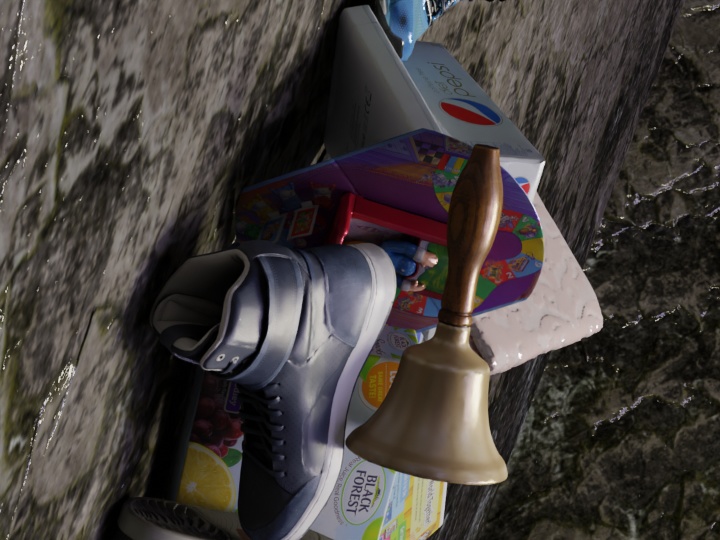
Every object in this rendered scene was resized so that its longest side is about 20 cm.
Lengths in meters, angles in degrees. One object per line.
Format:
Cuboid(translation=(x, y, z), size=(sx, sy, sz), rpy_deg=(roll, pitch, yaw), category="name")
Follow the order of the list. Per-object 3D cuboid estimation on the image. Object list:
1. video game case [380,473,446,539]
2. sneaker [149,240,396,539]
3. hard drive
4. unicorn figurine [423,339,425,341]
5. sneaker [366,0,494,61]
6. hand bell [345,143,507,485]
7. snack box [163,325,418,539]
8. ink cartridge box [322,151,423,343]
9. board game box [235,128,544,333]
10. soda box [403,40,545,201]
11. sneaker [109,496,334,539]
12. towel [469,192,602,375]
Cuboid(translation=(-0.003, 0.195, 1.923), size=(0.182, 0.023, 0.200), rpy_deg=(-40, 156, -23), category="video game case")
Cuboid(translation=(-0.072, 0.074, 1.565), size=(0.146, 0.077, 0.203), rpy_deg=(2, 111, -44), category="sneaker")
Cuboid(translation=(0.026, -0.065, 1.749), size=(0.132, 0.027, 0.200), rpy_deg=(99, -27, -45), category="hard drive")
Cuboid(translation=(-0.004, 0.101, 2.022), size=(0.074, 0.137, 0.201), rpy_deg=(-28, 122, -62), category="unicorn figurine")
Cuboid(translation=(0.061, -0.218, 1.836), size=(0.079, 0.090, 0.200), rpy_deg=(98, 14, -47), category="sneaker")
Cuboid(translation=(0.060, 0.021, 1.600), size=(0.104, 0.104, 0.201), rpy_deg=(-25, 127, -76), category="hand bell")
Cuboid(translation=(-0.050, 0.127, 1.694), size=(0.053, 0.142, 0.201), rpy_deg=(-106, -153, -62), category="snack box")
Cuboid(translation=(0.000, 0.000, 1.813), size=(0.200, 0.119, 0.042), rpy_deg=(-62, 168, -45), category="ink cartridge box")
Cuboid(translation=(0.017, -0.005, 1.647), size=(0.158, 0.199, 0.039), rpy_deg=(54, 31, -35), category="board game box")
Cuboid(translation=(0.056, -0.094, 1.816), size=(0.200, 0.063, 0.068), rpy_deg=(-125, -136, -55), category="soda box")
Cuboid(translation=(-0.077, 0.217, 1.653), size=(0.107, 0.199, 0.075), rpy_deg=(-68, -159, 14), category="sneaker")
Cuboid(translation=(0.099, -0.017, 2.026), size=(0.032, 0.192, 0.200), rpy_deg=(-34, 171, 32), category="towel")
